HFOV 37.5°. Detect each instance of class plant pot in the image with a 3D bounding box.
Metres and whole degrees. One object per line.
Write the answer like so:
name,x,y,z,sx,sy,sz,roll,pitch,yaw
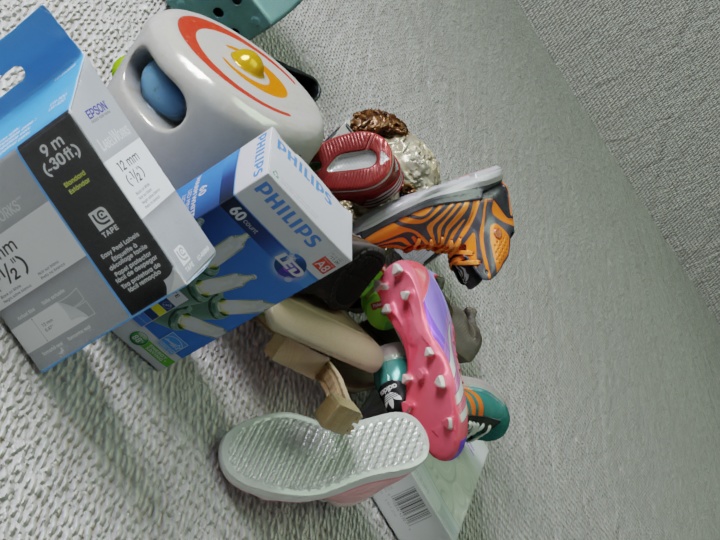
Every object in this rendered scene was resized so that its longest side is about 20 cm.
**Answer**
plant pot,-0.135,-0.344,1.207,0.142,0.140,0.202,47,37,-30

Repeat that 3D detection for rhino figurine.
rhino figurine,0.090,0.052,1.340,0.199,0.059,0.088,38,30,-41

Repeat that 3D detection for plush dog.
plush dog,0.014,-0.080,1.180,0.202,0.170,0.161,58,24,-7

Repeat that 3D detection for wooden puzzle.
wooden puzzle,-0.081,0.011,1.003,0.184,0.037,0.200,29,16,-52

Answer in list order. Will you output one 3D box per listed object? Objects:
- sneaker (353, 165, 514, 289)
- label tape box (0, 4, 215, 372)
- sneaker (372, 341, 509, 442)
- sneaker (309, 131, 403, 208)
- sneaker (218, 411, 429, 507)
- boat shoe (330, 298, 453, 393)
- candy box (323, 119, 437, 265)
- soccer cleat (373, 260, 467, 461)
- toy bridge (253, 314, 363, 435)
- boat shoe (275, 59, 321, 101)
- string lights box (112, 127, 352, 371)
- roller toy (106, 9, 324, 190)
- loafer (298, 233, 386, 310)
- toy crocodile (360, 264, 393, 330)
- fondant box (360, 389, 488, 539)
sneaker,0.083,-0.029,1.086,0.197,0.077,0.114,-20,94,-25
label tape box,-0.213,-0.051,0.720,0.202,0.142,0.066,56,24,-14
sneaker,0.085,0.148,1.083,0.199,0.071,0.081,30,38,-36
sneaker,-0.050,-0.087,1.070,0.115,0.196,0.080,39,57,-68
sneaker,-0.044,0.175,0.938,0.197,0.105,0.077,0,63,-31
boat shoe,0.028,0.086,1.161,0.072,0.065,0.199,45,42,9
candy box,0.045,-0.103,1.364,0.201,0.061,0.136,52,24,4
soccer cleat,0.071,0.081,1.008,0.076,0.067,0.203,8,54,-42
toy bridge,-0.056,0.076,0.946,0.067,0.027,0.200,30,11,-46
boat shoe,-0.103,-0.204,1.186,0.199,0.065,0.076,2,83,-66
string lights box,-0.113,-0.012,0.815,0.103,0.198,0.060,45,29,-32
roller toy,-0.127,-0.130,0.926,0.198,0.140,0.183,33,22,-16
loafer,-0.038,-0.018,0.966,0.071,0.073,0.200,43,7,23
toy crocodile,0.000,0.000,1.094,0.200,0.062,0.068,43,3,-8
fondant box,0.064,0.190,1.143,0.146,0.058,0.200,59,23,-8
